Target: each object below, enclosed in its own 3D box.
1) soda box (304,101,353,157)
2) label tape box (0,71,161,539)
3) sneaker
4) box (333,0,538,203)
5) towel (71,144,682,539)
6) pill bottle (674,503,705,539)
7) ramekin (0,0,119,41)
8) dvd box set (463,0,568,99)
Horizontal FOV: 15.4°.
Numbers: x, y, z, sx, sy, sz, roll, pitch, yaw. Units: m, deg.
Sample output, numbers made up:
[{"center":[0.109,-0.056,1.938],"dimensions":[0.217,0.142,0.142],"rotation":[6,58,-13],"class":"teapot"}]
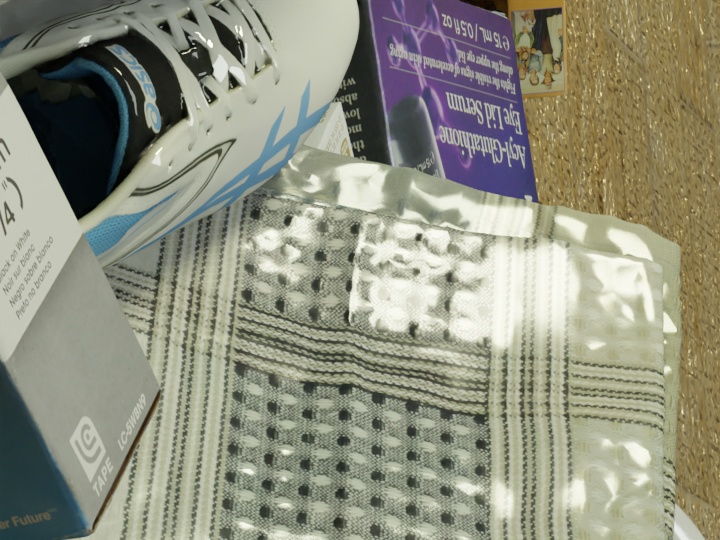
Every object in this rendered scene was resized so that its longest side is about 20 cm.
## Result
[{"center":[-0.054,0.031,0.845],"dimensions":[0.201,0.063,0.068],"rotation":[-67,151,-45],"class":"soda box"},{"center":[-0.154,-0.021,0.634],"dimensions":[0.201,0.143,0.063],"rotation":[65,28,-27],"class":"label tape box"},{"center":[-0.060,-0.046,0.745],"dimensions":[0.200,0.072,0.072],"rotation":[-35,94,-43],"class":"sneaker"},{"center":[0.000,0.000,1.009],"dimensions":[0.148,0.104,0.201],"rotation":[3,77,-65],"class":"box"},{"center":[0.003,0.036,0.769],"dimensions":[0.201,0.191,0.035],"rotation":[-83,-175,-46],"class":"towel"},{"center":[0.038,0.141,0.925],"dimensions":[0.106,0.200,0.107],"rotation":[8,67,-20],"class":"pill bottle"},{"center":[-0.095,-0.127,0.754],"dimensions":[0.105,0.200,0.200],"rotation":[61,26,-2],"class":"ramekin"},{"center":[0.065,-0.194,1.197],"dimensions":[0.146,0.029,0.201],"rotation":[-105,-169,-66],"class":"dvd box set"}]
